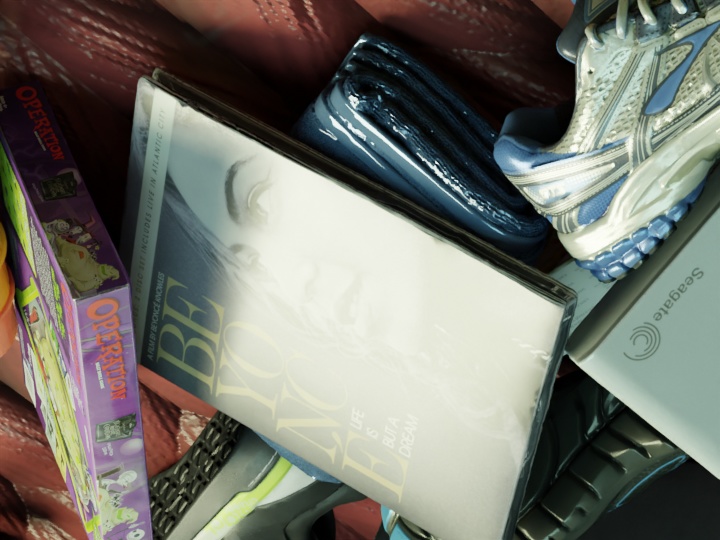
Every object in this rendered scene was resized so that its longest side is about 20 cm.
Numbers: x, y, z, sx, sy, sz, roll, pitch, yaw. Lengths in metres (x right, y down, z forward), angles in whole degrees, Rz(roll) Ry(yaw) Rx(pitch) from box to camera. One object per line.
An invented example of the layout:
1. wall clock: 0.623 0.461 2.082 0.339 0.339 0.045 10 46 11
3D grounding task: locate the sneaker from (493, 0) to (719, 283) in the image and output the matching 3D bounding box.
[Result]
1. sneaker: 0.117 -0.083 1.058 0.085 0.077 0.200 38 123 -2

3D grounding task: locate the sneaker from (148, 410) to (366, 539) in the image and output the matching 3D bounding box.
1. sneaker: -0.055 0.125 1.371 0.083 0.072 0.200 24 141 -17

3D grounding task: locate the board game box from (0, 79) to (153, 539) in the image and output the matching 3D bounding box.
1. board game box: -0.122 0.029 1.243 0.032 0.120 0.200 -14 143 -11

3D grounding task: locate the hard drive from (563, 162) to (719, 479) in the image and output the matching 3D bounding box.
1. hard drive: 0.195 0.041 1.151 0.200 0.027 0.132 38 97 -22

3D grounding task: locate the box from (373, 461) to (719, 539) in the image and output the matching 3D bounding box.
1. box: 0.122 0.176 1.332 0.199 0.104 0.182 6 143 24

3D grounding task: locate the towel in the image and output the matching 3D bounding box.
1. towel: 0.000 0.000 1.199 0.112 0.049 0.200 43 136 6

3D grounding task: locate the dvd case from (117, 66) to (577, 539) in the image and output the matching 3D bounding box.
1. dvd case: -0.014 0.020 1.177 0.200 0.016 0.149 29 134 19

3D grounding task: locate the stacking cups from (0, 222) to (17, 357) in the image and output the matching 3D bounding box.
1. stacking cups: -0.176 -0.015 1.209 0.060 0.061 0.200 8 150 7

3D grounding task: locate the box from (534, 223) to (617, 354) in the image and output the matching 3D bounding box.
1. box: 0.076 0.011 1.219 0.041 0.039 0.200 33 138 -20

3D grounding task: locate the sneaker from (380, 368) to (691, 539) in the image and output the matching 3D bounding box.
1. sneaker: 0.099 0.076 1.233 0.200 0.073 0.082 -30 164 28
